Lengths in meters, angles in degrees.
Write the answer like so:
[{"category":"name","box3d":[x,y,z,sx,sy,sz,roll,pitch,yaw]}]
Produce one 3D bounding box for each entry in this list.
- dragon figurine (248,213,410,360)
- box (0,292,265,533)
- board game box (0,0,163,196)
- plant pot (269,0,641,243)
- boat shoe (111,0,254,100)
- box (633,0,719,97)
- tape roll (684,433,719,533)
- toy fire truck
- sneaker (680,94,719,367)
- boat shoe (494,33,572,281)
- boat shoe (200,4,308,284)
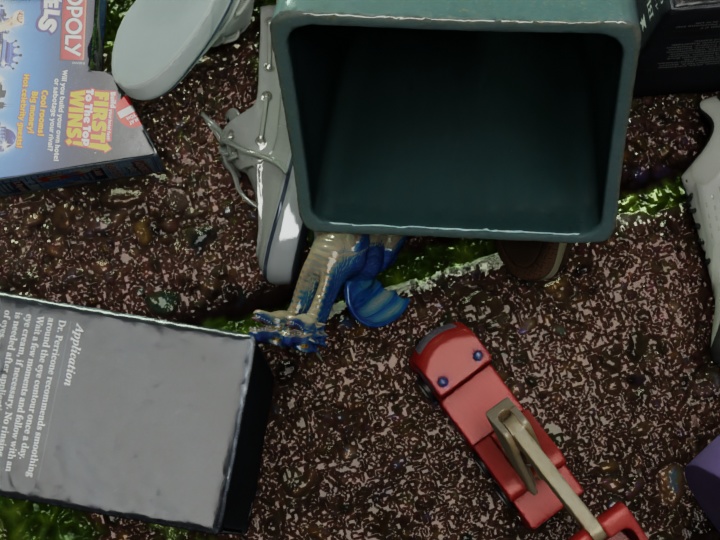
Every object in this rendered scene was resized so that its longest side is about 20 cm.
[{"category":"dragon figurine","box3d":[0.000,0.000,1.006,0.059,0.199,0.100,19,110,32]},{"category":"box","box3d":[-0.164,0.092,0.935,0.198,0.197,0.118,10,80,1]},{"category":"board game box","box3d":[-0.233,-0.133,1.042,0.198,0.062,0.202,5,83,-2]},{"category":"plant pot","box3d":[0.061,-0.156,0.904,0.194,0.197,0.201,2,56,6]},{"category":"boat shoe","box3d":[-0.100,-0.188,1.033,0.073,0.065,0.201,13,63,34]},{"category":"box","box3d":[0.225,-0.237,0.991,0.116,0.200,0.198,-6,81,-2]},{"category":"tape roll","box3d":[0.301,0.168,0.928,0.085,0.200,0.200,-42,83,-7]},{"category":"toy fire truck","box3d":[0.104,0.117,0.966,0.049,0.141,0.201,-35,83,-5]},{"category":"sneaker","box3d":[0.258,-0.030,1.034,0.079,0.074,0.201,8,76,16]},{"category":"boat shoe","box3d":[0.138,-0.094,1.033,0.074,0.074,0.204,0,93,-42]},{"category":"boat shoe","box3d":[-0.068,-0.092,1.034,0.085,0.075,0.204,7,79,1]}]
